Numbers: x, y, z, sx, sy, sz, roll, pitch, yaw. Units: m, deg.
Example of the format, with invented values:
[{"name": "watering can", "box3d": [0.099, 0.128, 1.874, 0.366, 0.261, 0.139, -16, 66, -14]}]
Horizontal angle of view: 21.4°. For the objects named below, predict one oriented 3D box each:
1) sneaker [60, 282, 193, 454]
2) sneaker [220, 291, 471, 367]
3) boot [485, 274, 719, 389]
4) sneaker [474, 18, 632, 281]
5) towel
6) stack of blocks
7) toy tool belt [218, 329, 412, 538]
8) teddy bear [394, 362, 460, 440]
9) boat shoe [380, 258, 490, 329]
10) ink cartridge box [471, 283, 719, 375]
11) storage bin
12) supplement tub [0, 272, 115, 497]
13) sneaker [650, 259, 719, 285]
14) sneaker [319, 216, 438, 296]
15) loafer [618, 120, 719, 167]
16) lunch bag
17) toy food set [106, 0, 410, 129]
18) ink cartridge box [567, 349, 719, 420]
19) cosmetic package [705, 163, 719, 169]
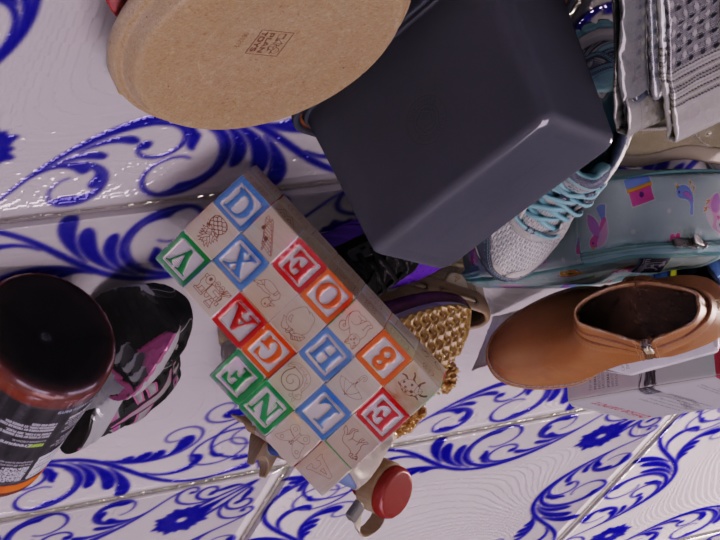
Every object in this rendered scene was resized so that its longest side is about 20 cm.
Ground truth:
[{"name": "sneaker", "box3d": [-0.171, 0.065, 1.458, 0.086, 0.081, 0.200, -17, 164, -38]}, {"name": "sneaker", "box3d": [-0.010, 0.048, 1.447, 0.199, 0.090, 0.075, -17, 130, -30]}, {"name": "boot", "box3d": [0.171, 0.040, 1.397, 0.199, 0.074, 0.155, -17, 173, 16]}, {"name": "sneaker", "box3d": [0.133, -0.071, 1.305, 0.077, 0.087, 0.201, 17, 117, -15]}, {"name": "towel", "box3d": [0.245, -0.188, 1.213, 0.199, 0.035, 0.194, -21, 128, -18]}, {"name": "stack of blocks", "box3d": [-0.050, 0.041, 1.322, 0.115, 0.200, 0.059, -42, -177, 12]}, {"name": "toy tool belt", "box3d": [-0.040, 0.121, 1.570, 0.125, 0.122, 0.200, -53, 140, -22]}, {"name": "teddy bear", "box3d": [0.015, 0.100, 1.659, 0.144, 0.067, 0.200, -5, 149, -26]}, {"name": "boat shoe", "box3d": [0.019, 0.022, 1.512, 0.199, 0.065, 0.071, -4, 149, -31]}, {"name": "ink cartridge box", "box3d": [0.203, 0.053, 1.607, 0.199, 0.050, 0.161, -18, -170, 15]}, {"name": "storage bin", "box3d": [0.069, -0.098, 1.243, 0.200, 0.135, 0.145, -36, 151, 29]}, {"name": "supplement tub", "box3d": [-0.260, 0.095, 1.391, 0.106, 0.108, 0.200, -2, 148, -35]}, {"name": "sneaker", "box3d": [0.252, -0.011, 1.551, 0.078, 0.066, 0.200, -43, -166, -21]}, {"name": "sneaker", "box3d": [0.000, 0.001, 1.396, 0.199, 0.100, 0.070, -18, 113, -9]}, {"name": "loafer", "box3d": [0.222, -0.120, 1.397, 0.198, 0.076, 0.069, -1, 120, -26]}, {"name": "lunch bag", "box3d": [0.185, -0.030, 1.450, 0.159, 0.078, 0.199, 1, 174, -39]}, {"name": "toy food set", "box3d": [-0.061, -0.154, 1.133, 0.196, 0.049, 0.200, -9, 152, -24]}, {"name": "ink cartridge box", "box3d": [0.305, 0.078, 1.756, 0.199, 0.084, 0.145, -12, 162, 34]}, {"name": "cosmetic package", "box3d": [0.356, -0.045, 1.591, 0.073, 0.104, 0.200, -40, 154, -1]}]
